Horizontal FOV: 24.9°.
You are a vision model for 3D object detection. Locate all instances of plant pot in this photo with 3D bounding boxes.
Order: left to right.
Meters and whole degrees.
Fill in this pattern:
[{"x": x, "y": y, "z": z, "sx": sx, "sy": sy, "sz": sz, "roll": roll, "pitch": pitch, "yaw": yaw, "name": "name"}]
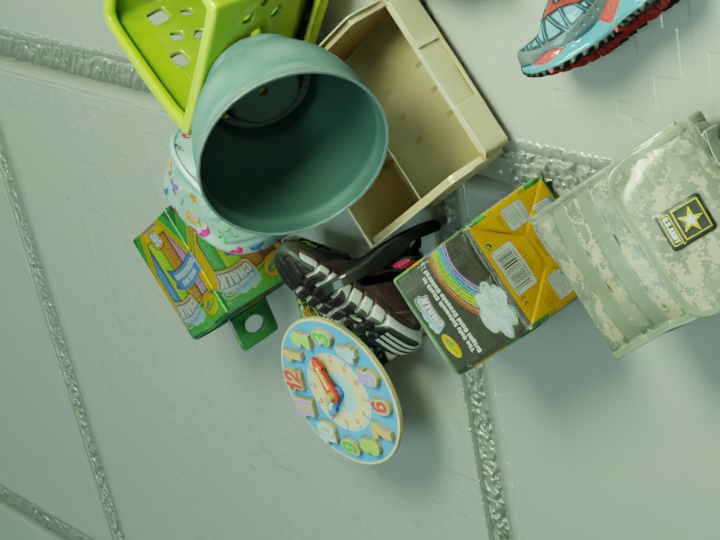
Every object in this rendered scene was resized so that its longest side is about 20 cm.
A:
[{"x": -0.147, "y": -0.299, "z": 1.756, "sx": 0.200, "sy": 0.180, "sz": 0.201, "roll": 54, "pitch": 148, "yaw": 24, "name": "plant pot"}, {"x": -0.086, "y": -0.155, "z": 1.653, "sx": 0.135, "sy": 0.198, "sz": 0.202, "roll": -117, "pitch": 24, "yaw": -44, "name": "plant pot"}]

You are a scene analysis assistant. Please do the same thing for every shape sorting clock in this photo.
[{"x": -0.026, "y": 0.147, "z": 1.977, "sx": 0.199, "sy": 0.039, "sz": 0.201, "roll": 34, "pitch": 140, "yaw": 34, "name": "shape sorting clock"}]

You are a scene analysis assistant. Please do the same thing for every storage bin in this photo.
[{"x": 0.033, "y": -0.160, "z": 1.724, "sx": 0.201, "sy": 0.093, "sz": 0.198, "roll": 57, "pitch": 146, "yaw": 3, "name": "storage bin"}]

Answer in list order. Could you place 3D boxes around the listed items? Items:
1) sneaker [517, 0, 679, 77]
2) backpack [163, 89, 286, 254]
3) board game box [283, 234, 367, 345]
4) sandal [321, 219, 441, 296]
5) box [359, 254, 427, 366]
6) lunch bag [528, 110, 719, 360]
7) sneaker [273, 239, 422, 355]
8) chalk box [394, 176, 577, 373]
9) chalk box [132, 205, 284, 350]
[{"x": 0.208, "y": -0.246, "z": 1.468, "sx": 0.200, "sy": 0.079, "sz": 0.096, "roll": -33, "pitch": 79, "yaw": 48, "name": "sneaker"}, {"x": -0.119, "y": -0.122, "z": 1.845, "sx": 0.178, "sy": 0.199, "sz": 0.151, "roll": 46, "pitch": 149, "yaw": 18, "name": "backpack"}, {"x": -0.036, "y": 0.059, "z": 1.976, "sx": 0.104, "sy": 0.023, "sz": 0.202, "roll": 18, "pitch": 129, "yaw": 43, "name": "board game box"}, {"x": 0.027, "y": -0.004, "z": 1.757, "sx": 0.075, "sy": 0.200, "sz": 0.045, "roll": -30, "pitch": 93, "yaw": 38, "name": "sandal"}, {"x": 0.004, "y": 0.062, "z": 1.983, "sx": 0.120, "sy": 0.041, "sz": 0.200, "roll": 56, "pitch": 148, "yaw": 4, "name": "box"}, {"x": 0.279, "y": -0.034, "z": 1.490, "sx": 0.165, "sy": 0.117, "sz": 0.200, "roll": 58, "pitch": 140, "yaw": 2, "name": "lunch bag"}, {"x": 0.000, "y": 0.000, "z": 1.857, "sx": 0.199, "sy": 0.116, "sz": 0.076, "roll": 36, "pitch": 150, "yaw": -17, "name": "sneaker"}, {"x": 0.132, "y": 0.014, "z": 1.694, "sx": 0.125, "sy": 0.124, "sz": 0.200, "roll": 56, "pitch": 147, "yaw": 2, "name": "chalk box"}, {"x": -0.174, "y": 0.001, "z": 2.087, "sx": 0.201, "sy": 0.124, "sz": 0.124, "roll": 57, "pitch": 146, "yaw": 1, "name": "chalk box"}]
